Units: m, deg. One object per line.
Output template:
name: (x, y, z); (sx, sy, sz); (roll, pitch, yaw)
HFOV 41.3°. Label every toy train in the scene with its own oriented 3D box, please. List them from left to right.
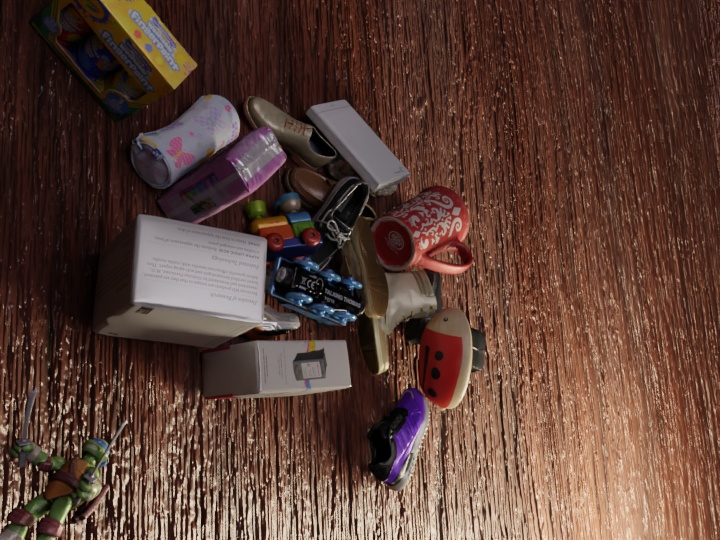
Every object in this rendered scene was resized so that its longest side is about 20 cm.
toy train: (-0.173, -0.069, 1.643); (0.199, 0.085, 0.116); (-10, 68, -30)
toy train: (-0.084, 0.039, 1.666); (0.199, 0.114, 0.087); (24, 70, -40)

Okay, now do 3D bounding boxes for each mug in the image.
mug: (0.128, -0.073, 1.865); (0.200, 0.177, 0.134); (-27, 133, -52)

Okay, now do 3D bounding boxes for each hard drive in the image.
hard drive: (-0.003, -0.241, 1.824); (0.200, 0.027, 0.132); (50, 32, 9)

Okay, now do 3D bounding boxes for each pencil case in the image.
pencil case: (-0.284, -0.213, 1.555); (0.091, 0.083, 0.200); (45, 47, 1)

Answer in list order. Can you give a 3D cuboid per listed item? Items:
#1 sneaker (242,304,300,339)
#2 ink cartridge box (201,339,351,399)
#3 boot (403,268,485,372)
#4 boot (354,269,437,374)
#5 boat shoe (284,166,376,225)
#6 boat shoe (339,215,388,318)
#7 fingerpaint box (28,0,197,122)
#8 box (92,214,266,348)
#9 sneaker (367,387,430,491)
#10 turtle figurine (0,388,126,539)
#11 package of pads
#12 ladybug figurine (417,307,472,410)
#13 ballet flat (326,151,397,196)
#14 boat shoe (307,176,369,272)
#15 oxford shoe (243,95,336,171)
sneaker: (-0.182, 0.065, 1.591); (0.199, 0.075, 0.093); (5, 70, -46)
ink cartridge box: (-0.137, 0.161, 1.552); (0.199, 0.147, 0.086); (3, 78, -47)
boot: (0.186, 0.104, 1.960); (0.199, 0.065, 0.166); (27, 73, -32)
boot: (0.073, 0.094, 1.817); (0.153, 0.072, 0.202); (0, 74, -26)
boat shoe: (-0.051, -0.141, 1.786); (0.199, 0.068, 0.072); (30, 59, -37)
boat shoe: (0.000, 0.000, 1.759); (0.071, 0.064, 0.201); (20, 52, -53)
fingerpaint box: (-0.373, -0.341, 1.437); (0.200, 0.166, 0.074); (51, 48, -24)
box: (-0.265, 0.023, 1.392); (0.199, 0.199, 0.132); (11, 70, -28)
sneaker: (0.064, 0.298, 1.779); (0.099, 0.069, 0.201); (36, 54, -31)
turtle figurine: (-0.411, 0.274, 1.241); (0.143, 0.200, 0.195); (27, 58, 2)
package of pads: (-0.219, -0.144, 1.517); (0.076, 0.199, 0.121); (55, 42, -12)
ladybug figurine: (0.157, 0.170, 1.826); (0.071, 0.136, 0.202); (2, 95, -24)
ballet flat: (0.019, -0.191, 1.878); (0.199, 0.064, 0.076); (7, 72, -45)
boat shoe: (-0.045, -0.076, 1.720); (0.073, 0.068, 0.200); (38, 83, -27)
oxford shoe: (-0.125, -0.259, 1.739); (0.200, 0.074, 0.071); (34, 56, -35)
